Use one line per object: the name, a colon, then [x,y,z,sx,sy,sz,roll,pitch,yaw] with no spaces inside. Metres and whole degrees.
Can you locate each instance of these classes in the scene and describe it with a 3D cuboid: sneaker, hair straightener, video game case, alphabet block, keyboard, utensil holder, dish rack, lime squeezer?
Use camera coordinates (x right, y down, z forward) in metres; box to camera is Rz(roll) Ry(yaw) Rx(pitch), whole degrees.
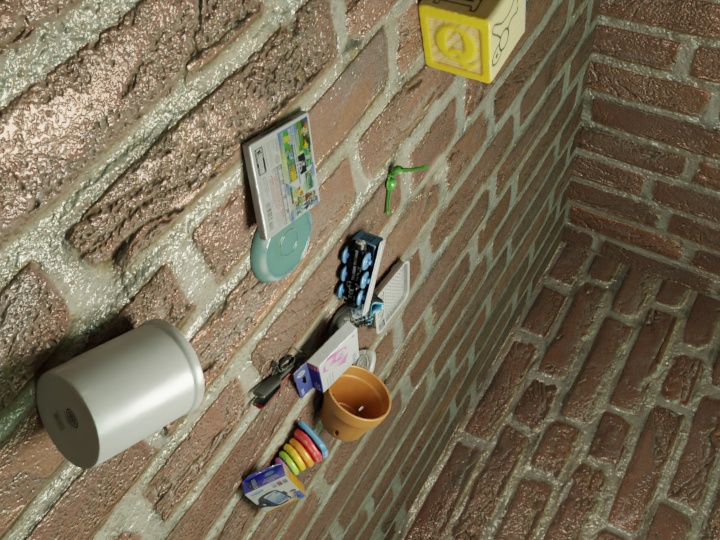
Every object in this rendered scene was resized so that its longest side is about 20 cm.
sneaker: [0.000,0.339,2.067,0.202,0.076,0.080,-67,165,4]
hair straightener: [-0.191,0.248,1.633,0.200,0.041,0.078,-40,144,-46]
sneaker: [-0.013,0.128,1.840,0.200,0.081,0.074,-48,153,-31]
video game case: [-0.152,-0.188,1.331,0.182,0.022,0.202,-42,137,-42]
alphabet block: [0.278,-0.619,1.655,0.201,0.195,0.196,-55,152,-22]
keyboard: [0.035,0.018,1.742,0.056,0.011,0.203,-53,158,-74]
utensil holder: [-0.376,0.192,1.064,0.199,0.168,0.172,-28,136,-52]
dish rack: [0.084,0.074,2.036,0.200,0.043,0.173,-48,149,-35]
lime squeezer: [0.101,-0.234,1.787,0.200,0.070,0.038,-49,-171,42]

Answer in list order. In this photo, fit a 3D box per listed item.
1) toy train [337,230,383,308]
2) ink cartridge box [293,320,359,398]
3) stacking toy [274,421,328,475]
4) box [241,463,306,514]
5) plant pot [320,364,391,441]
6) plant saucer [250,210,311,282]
toy train: [0.000,0.000,1.759,0.114,0.086,0.202,-42,146,-53]
ink cartridge box: [-0.084,0.248,1.769,0.200,0.043,0.197,-45,159,-20]
stacking toy: [-0.192,0.518,1.820,0.199,0.110,0.117,-38,155,-22]
box: [-0.227,0.569,1.757,0.118,0.042,0.201,-25,144,-1]
plant pot: [-0.028,0.393,1.931,0.199,0.199,0.141,-29,152,-53]
plant saucer: [-0.161,-0.063,1.445,0.200,0.027,0.202,-46,148,-40]
